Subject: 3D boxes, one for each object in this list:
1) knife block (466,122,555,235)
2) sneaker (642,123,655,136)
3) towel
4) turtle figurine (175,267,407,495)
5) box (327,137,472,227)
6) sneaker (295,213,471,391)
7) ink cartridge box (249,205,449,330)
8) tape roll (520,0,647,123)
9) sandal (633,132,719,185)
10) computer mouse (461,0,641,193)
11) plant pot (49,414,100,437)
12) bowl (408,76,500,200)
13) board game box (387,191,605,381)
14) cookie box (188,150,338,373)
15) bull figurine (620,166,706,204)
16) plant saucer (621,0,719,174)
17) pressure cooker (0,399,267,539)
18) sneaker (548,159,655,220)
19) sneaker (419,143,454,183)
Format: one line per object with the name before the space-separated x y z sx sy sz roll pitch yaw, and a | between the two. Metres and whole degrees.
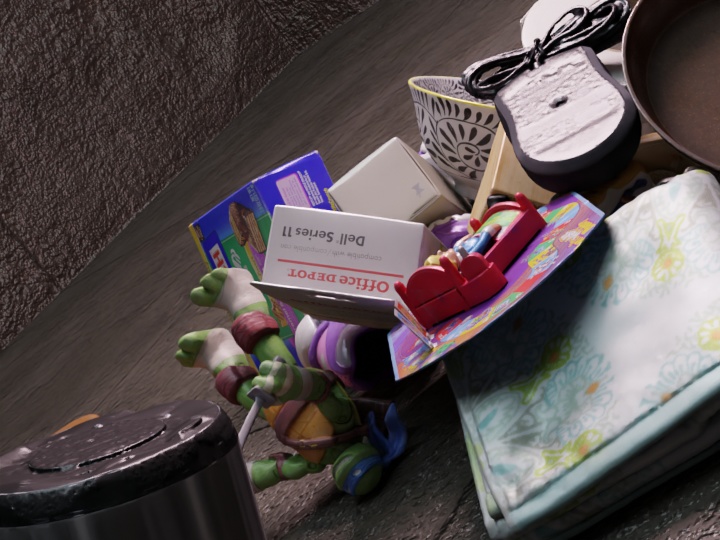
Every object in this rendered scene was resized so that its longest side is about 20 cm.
knife block | 0.129 -0.061 1.190 0.176 0.064 0.201 -92 20 -85
sneaker | 0.281 -0.148 1.209 0.082 0.074 0.200 -31 12 44
towel | 0.140 0.048 0.881 0.200 0.048 0.172 -34 39 18
turtle figurine | -0.086 0.103 1.131 0.200 0.144 0.194 -33 56 -9
box | 0.046 -0.051 1.371 0.082 0.068 0.200 -37 -16 7
sneaker | 0.045 0.034 1.280 0.200 0.081 0.088 -36 27 -6
ink cartridge box | 0.000 0.000 1.144 0.200 0.117 0.068 35 -116 -75
tape roll | 0.225 -0.184 1.205 0.202 0.037 0.203 -11 37 8
sandal | 0.207 -0.046 1.156 0.212 0.077 0.070 160 127 -73
computer mouse | 0.151 -0.111 1.092 0.138 0.053 0.200 -25 32 12
plant pot | -0.222 0.212 1.262 0.200 0.140 0.200 -36 13 10
bowl | 0.134 -0.110 1.387 0.201 0.200 0.095 -100 18 -75
board game box | 0.070 -0.008 0.969 0.158 0.039 0.200 -38 9 5
cookie box | -0.067 0.002 1.421 0.075 0.172 0.200 -25 0 -24
bull figurine | 0.166 0.021 0.997 0.200 0.065 0.121 -43 19 5
plant saucer | 0.273 -0.132 1.034 0.200 0.200 0.035 -44 -25 -21
pressure cooker | -0.135 0.198 0.961 0.178 0.201 0.176 -13 10 10
sneaker | 0.132 0.010 1.072 0.200 0.088 0.075 -34 17 -5
sneaker | 0.063 -0.069 1.541 0.200 0.080 0.088 -53 -3 -18
